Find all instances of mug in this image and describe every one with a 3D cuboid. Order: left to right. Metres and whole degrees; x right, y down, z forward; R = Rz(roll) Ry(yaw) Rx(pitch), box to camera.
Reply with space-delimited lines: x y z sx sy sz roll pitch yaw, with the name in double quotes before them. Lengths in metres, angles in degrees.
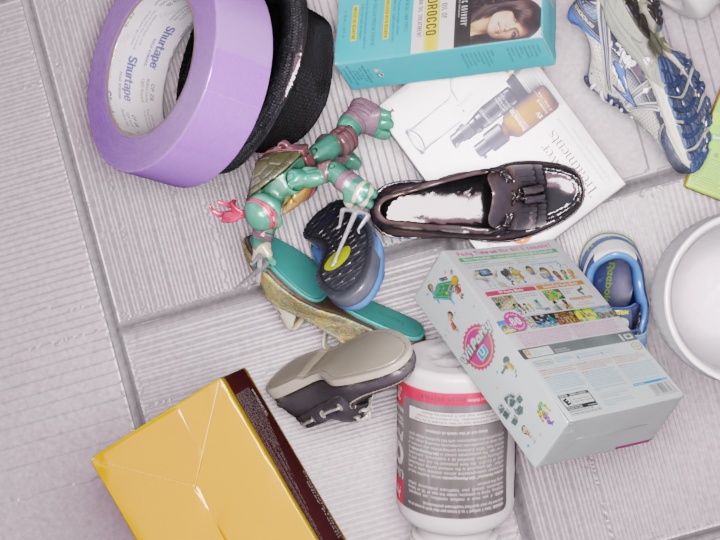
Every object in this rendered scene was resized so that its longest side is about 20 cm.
"mug" 0.337 0.048 1.449 0.146 0.175 0.202 -16 90 2

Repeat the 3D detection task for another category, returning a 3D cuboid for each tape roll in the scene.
"tape roll" -0.165 -0.179 1.460 0.065 0.199 0.202 15 91 -40

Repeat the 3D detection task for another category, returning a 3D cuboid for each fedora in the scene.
"fedora" -0.085 -0.180 1.492 0.091 0.200 0.203 14 91 -40

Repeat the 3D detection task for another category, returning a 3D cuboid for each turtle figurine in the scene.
"turtle figurine" -0.049 -0.071 1.446 0.149 0.200 0.101 -18 114 42

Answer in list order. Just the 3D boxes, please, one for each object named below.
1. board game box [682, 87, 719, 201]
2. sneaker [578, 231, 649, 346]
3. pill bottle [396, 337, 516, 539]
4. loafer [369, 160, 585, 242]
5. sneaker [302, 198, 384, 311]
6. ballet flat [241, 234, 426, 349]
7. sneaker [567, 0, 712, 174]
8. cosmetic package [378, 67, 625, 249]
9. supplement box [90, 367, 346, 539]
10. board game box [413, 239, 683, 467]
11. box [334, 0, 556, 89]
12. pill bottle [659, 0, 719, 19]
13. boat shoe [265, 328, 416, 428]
"board game box" 0.382 -0.156 1.523 0.095 0.030 0.202 21 93 1
"sneaker" 0.230 0.065 1.500 0.073 0.082 0.202 -3 91 0
"pill bottle" 0.087 0.172 1.478 0.109 0.111 0.202 0 106 2
"loafer" 0.105 -0.059 1.465 0.198 0.063 0.073 -6 92 5
"sneaker" 0.000 0.000 1.452 0.066 0.200 0.079 -37 110 4
"ballet flat" -0.034 0.039 1.522 0.199 0.071 0.071 30 91 3
"sneaker" 0.257 -0.178 1.506 0.085 0.077 0.202 -23 94 42
"cosmetic package" 0.129 -0.115 1.520 0.150 0.052 0.201 -37 89 4
"supplement box" -0.119 0.209 1.452 0.132 0.200 0.198 -31 89 1
"board game box" 0.162 0.066 1.413 0.201 0.146 0.065 55 133 31
"box" 0.078 -0.222 1.480 0.198 0.049 0.083 -5 65 20
"pill bottle" 0.335 -0.337 1.483 0.111 0.111 0.200 40 92 2
"boat shoe" -0.008 0.104 1.470 0.073 0.199 0.063 -46 108 -35
